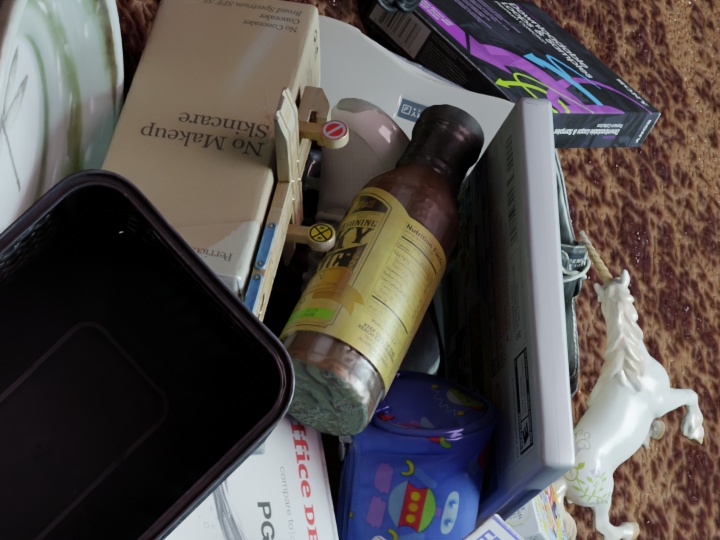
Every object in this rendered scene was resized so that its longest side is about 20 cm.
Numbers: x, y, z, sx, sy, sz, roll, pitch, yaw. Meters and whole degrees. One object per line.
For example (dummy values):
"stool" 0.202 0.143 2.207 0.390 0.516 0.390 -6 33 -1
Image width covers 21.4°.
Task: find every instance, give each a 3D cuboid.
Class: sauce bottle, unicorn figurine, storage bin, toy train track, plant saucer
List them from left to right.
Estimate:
"plant saucer" -0.167 -0.066 0.937 0.200 0.050 0.203 6 90 -80
"storage bin" -0.138 0.072 0.810 0.200 0.094 0.135 -43 87 -12
"toy train track" -0.033 -0.012 0.972 0.115 0.032 0.201 88 12 -52
"sauce bottle" 0.014 -0.006 1.024 0.065 0.064 0.201 49 49 -28
"unicorn figurine" 0.174 0.097 1.294 0.137 0.073 0.202 47 58 -46

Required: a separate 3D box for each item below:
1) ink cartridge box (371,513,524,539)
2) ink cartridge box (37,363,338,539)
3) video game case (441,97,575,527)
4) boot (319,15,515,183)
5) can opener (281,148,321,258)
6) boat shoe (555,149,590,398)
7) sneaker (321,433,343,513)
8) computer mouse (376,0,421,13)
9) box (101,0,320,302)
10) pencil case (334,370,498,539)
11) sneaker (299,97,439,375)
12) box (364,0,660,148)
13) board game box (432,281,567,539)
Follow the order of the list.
"ink cartridge box" 0.029 0.216 0.983 0.198 0.200 0.043 46 5 -47
"ink cartridge box" -0.102 0.126 0.954 0.199 0.084 0.147 7 70 -54
"video game case" 0.078 0.033 1.060 0.022 0.182 0.202 2 70 -12
"boot" 0.022 -0.094 1.199 0.073 0.198 0.090 -64 174 -7
"can opener" -0.024 -0.039 1.177 0.199 0.053 0.068 7 101 -53
"boat shoe" 0.123 -0.006 1.327 0.072 0.070 0.202 -8 81 -54
"sneaker" 0.021 0.126 1.141 0.200 0.072 0.085 52 32 -40
"computer mouse" 0.008 -0.277 1.286 0.201 0.046 0.140 56 35 -2
"box" -0.084 -0.053 1.027 0.078 0.094 0.201 91 8 -51
"pencil case" 0.019 0.153 1.039 0.086 0.078 0.202 3 111 -16
"sneaker" 0.000 0.000 1.116 0.080 0.070 0.202 -28 122 -40
"box" 0.111 -0.142 1.342 0.143 0.036 0.199 45 26 24
"board game box" 0.087 0.085 1.207 0.134 0.034 0.202 49 27 -67
